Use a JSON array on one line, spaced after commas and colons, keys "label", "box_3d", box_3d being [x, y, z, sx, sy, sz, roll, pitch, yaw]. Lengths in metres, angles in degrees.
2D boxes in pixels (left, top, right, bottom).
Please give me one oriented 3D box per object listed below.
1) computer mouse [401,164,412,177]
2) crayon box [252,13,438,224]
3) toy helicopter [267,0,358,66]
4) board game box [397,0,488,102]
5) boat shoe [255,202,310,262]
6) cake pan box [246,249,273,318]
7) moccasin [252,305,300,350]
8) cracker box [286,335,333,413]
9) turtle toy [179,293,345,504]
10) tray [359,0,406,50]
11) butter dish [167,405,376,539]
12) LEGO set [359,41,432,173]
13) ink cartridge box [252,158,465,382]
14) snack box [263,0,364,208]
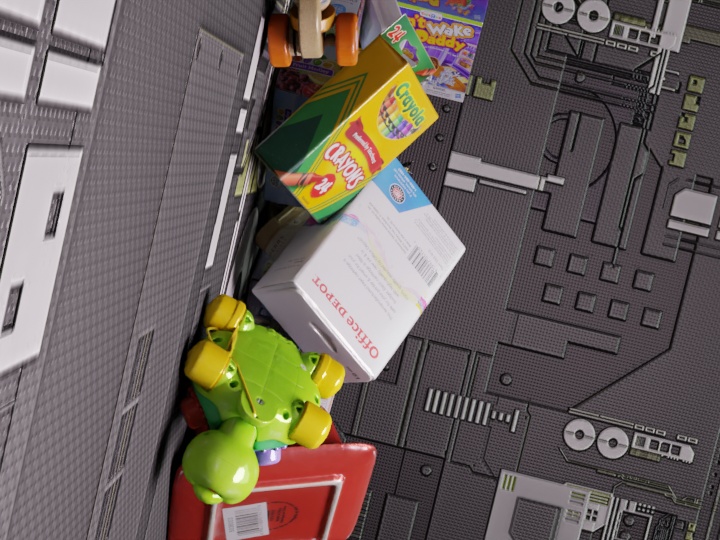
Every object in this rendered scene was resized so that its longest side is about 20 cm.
[{"label": "computer mouse", "box_3d": [-0.017, -0.116, 1.795, 0.034, 0.199, 0.059, 31, 73, -49]}, {"label": "crayon box", "box_3d": [0.000, -0.148, 1.450, 0.200, 0.051, 0.127, -43, 154, 0]}, {"label": "toy helicopter", "box_3d": [-0.043, -0.286, 1.293, 0.133, 0.078, 0.202, 81, 10, -64]}, {"label": "board game box", "box_3d": [0.046, -0.292, 1.793, 0.135, 0.198, 0.045, 101, 3, -51]}, {"label": "boat shoe", "box_3d": [-0.075, -0.064, 1.710, 0.074, 0.069, 0.200, -54, -176, 22]}, {"label": "cake pan box", "box_3d": [-0.107, 0.036, 1.807, 0.201, 0.052, 0.185, -74, 179, -57]}, {"label": "moccasin", "box_3d": [-0.102, 0.084, 1.554, 0.068, 0.080, 0.200, -54, -179, 3]}, {"label": "cracker box", "box_3d": [-0.065, 0.120, 1.671, 0.134, 0.057, 0.202, -102, -155, -60]}, {"label": "turtle toy", "box_3d": [-0.104, 0.123, 1.303, 0.101, 0.145, 0.201, -52, -168, 31]}, {"label": "tray", "box_3d": [0.002, -0.317, 1.623, 0.108, 0.022, 0.202, 118, -43, -64]}, {"label": "butter dish", "box_3d": [-0.101, 0.189, 1.475, 0.201, 0.197, 0.149, 104, -22, -51]}, {"label": "LEGO set", "box_3d": [0.003, -0.181, 1.751, 0.153, 0.115, 0.202, -12, -120, 40]}, {"label": "ink cartridge box", "box_3d": [0.000, 0.000, 1.541, 0.084, 0.145, 0.200, -11, -145, 50]}, {"label": "snack box", "box_3d": [-0.049, -0.195, 1.569, 0.169, 0.067, 0.201, 101, 3, -49]}]
